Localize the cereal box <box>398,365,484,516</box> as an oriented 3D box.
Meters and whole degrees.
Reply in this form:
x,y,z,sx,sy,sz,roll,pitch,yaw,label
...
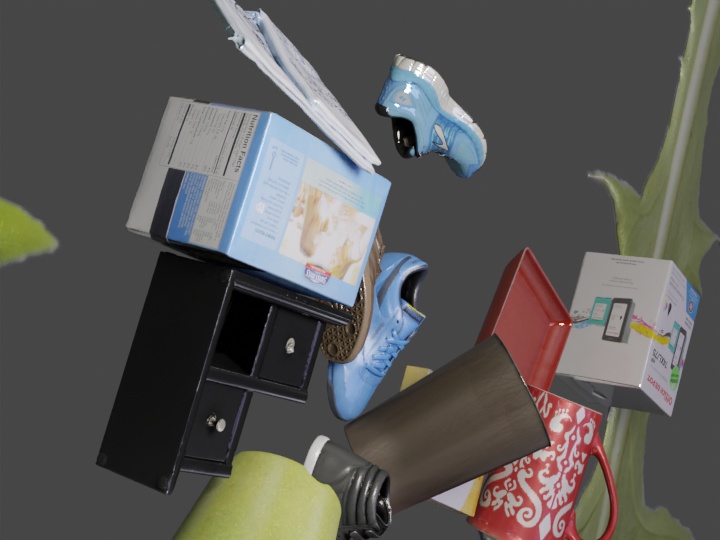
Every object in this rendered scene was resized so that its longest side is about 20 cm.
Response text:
x,y,z,sx,sy,sz,roll,pitch,yaw,label
0.101,0.217,1.508,0.200,0.039,0.145,33,68,-52,cereal box

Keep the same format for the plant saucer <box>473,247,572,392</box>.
x,y,z,sx,sy,sz,roll,pitch,yaw,label
0.217,0.101,1.657,0.200,0.036,0.201,51,55,-46,plant saucer

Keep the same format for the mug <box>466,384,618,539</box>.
x,y,z,sx,sy,sz,roll,pitch,yaw,label
0.255,0.272,1.604,0.176,0.133,0.201,21,88,-17,mug

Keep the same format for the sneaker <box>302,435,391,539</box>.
x,y,z,sx,sy,sz,roll,pitch,yaw,label
-0.025,0.283,1.268,0.071,0.098,0.202,-21,126,-69,sneaker

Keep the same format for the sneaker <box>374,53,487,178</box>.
x,y,z,sx,sy,sz,roll,pitch,yaw,label
0.074,-0.164,1.402,0.090,0.078,0.200,-54,135,-7,sneaker

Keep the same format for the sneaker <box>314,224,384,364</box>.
x,y,z,sx,sy,sz,roll,pitch,yaw,label
0.000,0.000,1.306,0.075,0.070,0.202,-3,98,-55,sneaker

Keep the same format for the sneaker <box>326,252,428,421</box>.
x,y,z,sx,sy,sz,roll,pitch,yaw,label
0.022,0.074,1.344,0.066,0.078,0.201,37,67,-52,sneaker

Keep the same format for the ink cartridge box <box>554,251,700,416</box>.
x,y,z,sx,sy,sz,roll,pitch,yaw,label
0.406,0.097,1.826,0.147,0.145,0.201,37,66,-50,ink cartridge box

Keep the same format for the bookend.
x,y,z,sx,sy,sz,roll,pitch,yaw,label
-0.121,0.107,1.123,0.198,0.092,0.202,24,81,-55,bookend

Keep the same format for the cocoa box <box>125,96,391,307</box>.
x,y,z,sx,sy,sz,roll,pitch,yaw,label
-0.088,-0.060,1.111,0.200,0.131,0.134,24,81,-53,cocoa box

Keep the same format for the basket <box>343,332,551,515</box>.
x,y,z,sx,sy,sz,roll,pitch,yaw,label
0.093,0.178,1.339,0.137,0.199,0.180,63,-1,23,basket

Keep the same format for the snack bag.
x,y,z,sx,sy,sz,roll,pitch,yaw,label
-0.072,-0.192,1.096,0.021,0.189,0.200,-41,132,10,snack bag

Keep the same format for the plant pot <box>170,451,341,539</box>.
x,y,z,sx,sy,sz,roll,pitch,yaw,label
-0.106,0.279,1.121,0.201,0.199,0.185,63,36,-38,plant pot
